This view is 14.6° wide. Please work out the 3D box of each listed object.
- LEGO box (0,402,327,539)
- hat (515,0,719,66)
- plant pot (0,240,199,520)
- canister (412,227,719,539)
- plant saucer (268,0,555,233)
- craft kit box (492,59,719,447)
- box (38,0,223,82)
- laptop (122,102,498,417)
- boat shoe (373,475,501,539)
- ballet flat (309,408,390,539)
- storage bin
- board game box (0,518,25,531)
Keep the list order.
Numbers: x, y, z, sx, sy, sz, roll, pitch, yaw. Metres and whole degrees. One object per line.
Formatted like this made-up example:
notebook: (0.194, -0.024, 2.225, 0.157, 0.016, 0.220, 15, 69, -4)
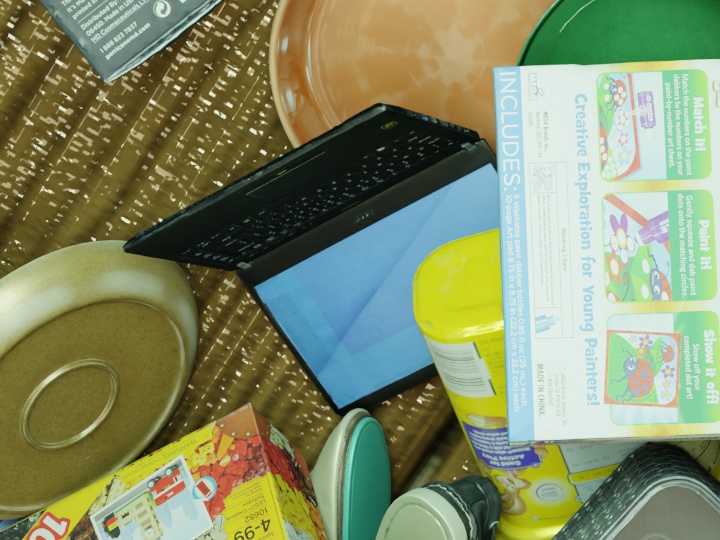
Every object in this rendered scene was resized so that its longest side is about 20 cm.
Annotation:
LEGO box: (-0.115, 0.193, 1.622, 0.199, 0.149, 0.077, -28, 142, 13)
hat: (0.195, -0.064, 1.503, 0.199, 0.176, 0.167, 2, 114, -13)
plant pot: (-0.173, 0.072, 1.620, 0.027, 0.199, 0.201, 46, 116, 35)
canister: (0.122, 0.065, 1.586, 0.148, 0.087, 0.201, -13, 134, 11)
plant saucer: (0.048, -0.120, 1.594, 0.199, 0.032, 0.202, 2, 112, 5)
craft kit box: (0.170, -0.011, 1.466, 0.196, 0.049, 0.201, -2, 83, 4)
box: (-0.148, -0.224, 1.512, 0.104, 0.148, 0.200, -35, 104, 17)
laptop: (0.000, 0.000, 1.573, 0.177, 0.200, 0.104, -28, 74, 21)
boat shoe: (0.030, 0.185, 1.627, 0.074, 0.066, 0.200, 40, 136, 22)
ballet flat: (-0.012, 0.176, 1.700, 0.069, 0.070, 0.201, -5, 111, 8)
storage bin: (0.148, 0.210, 1.530, 0.135, 0.094, 0.200, 41, 95, -5)
board game box: (-0.151, 0.217, 1.742, 0.199, 0.039, 0.159, 3, 106, 0)
